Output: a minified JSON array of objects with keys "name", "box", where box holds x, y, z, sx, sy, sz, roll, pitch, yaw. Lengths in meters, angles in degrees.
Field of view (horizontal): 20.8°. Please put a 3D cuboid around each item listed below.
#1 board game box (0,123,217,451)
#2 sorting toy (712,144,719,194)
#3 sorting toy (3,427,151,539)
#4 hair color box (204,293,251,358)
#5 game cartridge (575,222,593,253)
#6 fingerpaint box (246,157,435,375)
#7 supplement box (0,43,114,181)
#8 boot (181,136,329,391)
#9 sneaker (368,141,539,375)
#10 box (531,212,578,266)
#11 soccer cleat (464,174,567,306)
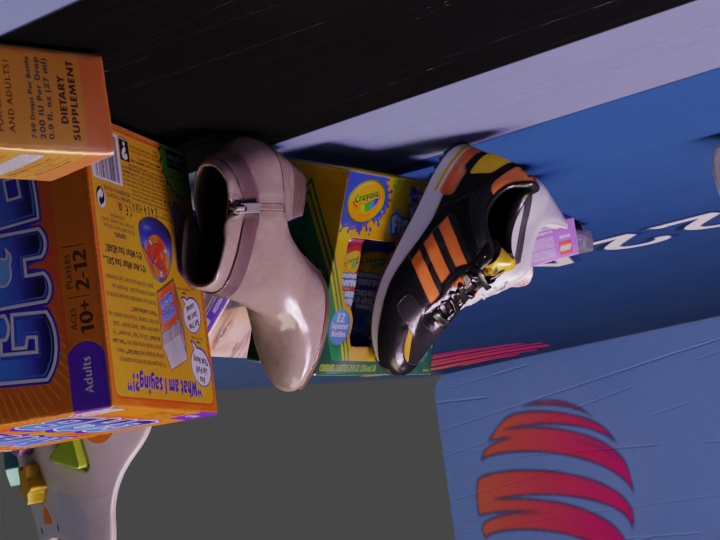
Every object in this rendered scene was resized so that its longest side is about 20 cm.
[{"name":"board game box","box":[-0.237,0.017,1.396,0.198,0.202,0.200,-10,172,15]},{"name":"sorting toy","box":[0.430,-0.033,1.797,0.106,0.182,0.199,-14,171,42]},{"name":"sorting toy","box":[-0.267,0.193,1.788,0.106,0.182,0.199,-3,170,-32]},{"name":"hair color box","box":[-0.114,0.027,1.949,0.065,0.110,0.200,34,-170,22]},{"name":"game cartridge","box":[0.166,-0.031,2.161,0.129,0.039,0.199,-17,170,26]},{"name":"fingerpaint box","box":[0.000,0.000,1.637,0.073,0.169,0.199,11,-177,30]},{"name":"supplement box","box":[-0.236,-0.092,1.109,0.068,0.067,0.199,-15,171,43]},{"name":"boot","box":[-0.085,0.000,1.480,0.070,0.202,0.146,-1,-175,25]},{"name":"sneaker","box":[0.078,-0.002,1.594,0.089,0.202,0.070,20,176,32]},{"name":"box","box":[0.091,-0.021,1.869,0.198,0.040,0.137,-14,-166,-14]},{"name":"soccer cleat","box":[0.108,0.001,1.769,0.200,0.085,0.069,-51,-163,-12]}]
